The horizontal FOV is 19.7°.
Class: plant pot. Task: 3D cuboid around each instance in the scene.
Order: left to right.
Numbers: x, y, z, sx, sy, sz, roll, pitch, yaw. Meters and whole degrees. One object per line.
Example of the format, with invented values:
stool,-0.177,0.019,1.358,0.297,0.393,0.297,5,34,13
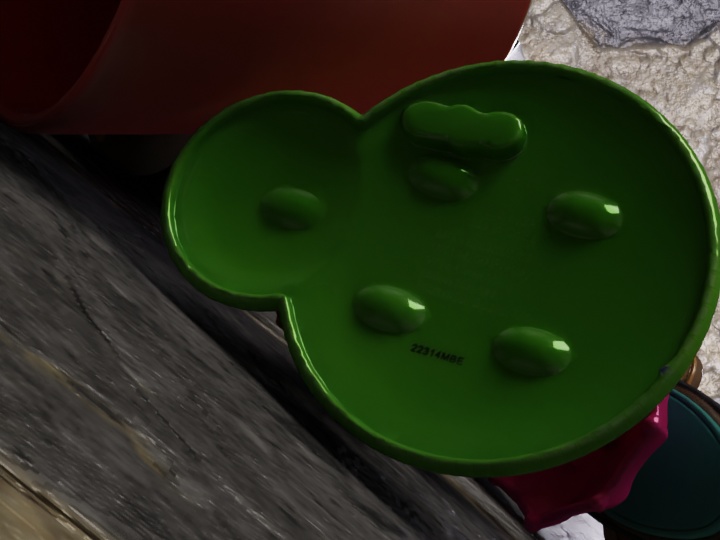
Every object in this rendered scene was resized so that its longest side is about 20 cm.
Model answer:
plant pot,-0.038,-0.139,0.805,0.176,0.202,0.200,8,21,-32

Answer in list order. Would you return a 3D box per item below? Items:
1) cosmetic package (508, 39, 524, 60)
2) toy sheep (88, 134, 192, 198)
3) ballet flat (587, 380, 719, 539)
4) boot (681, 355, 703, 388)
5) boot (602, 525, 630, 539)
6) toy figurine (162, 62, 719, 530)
cosmetic package,0.013,-0.108,1.426,0.107,0.200,0.090,39,3,9
toy sheep,-0.060,-0.089,0.952,0.199,0.139,0.138,0,27,-34
ballet flat,0.112,0.077,0.893,0.073,0.073,0.200,37,-12,-37
boot,0.099,0.043,1.147,0.199,0.074,0.076,10,-32,48
boot,0.180,0.108,1.007,0.200,0.077,0.155,31,-17,-38
toy figurine,0.042,0.028,0.775,0.199,0.151,0.184,15,-21,20
